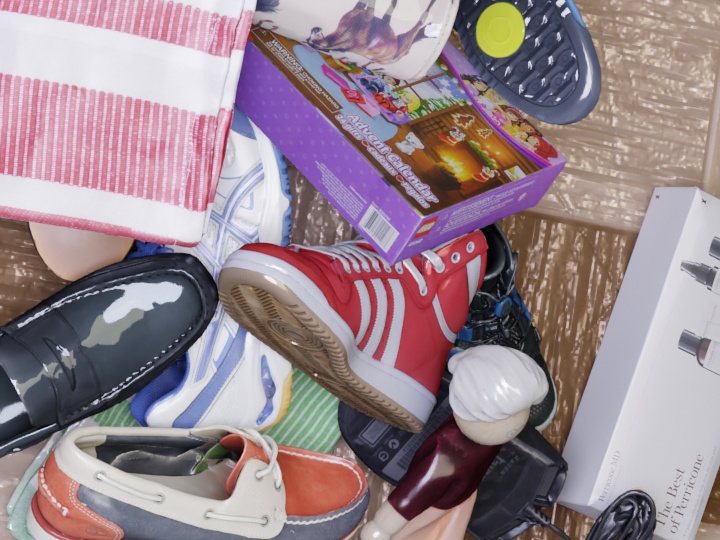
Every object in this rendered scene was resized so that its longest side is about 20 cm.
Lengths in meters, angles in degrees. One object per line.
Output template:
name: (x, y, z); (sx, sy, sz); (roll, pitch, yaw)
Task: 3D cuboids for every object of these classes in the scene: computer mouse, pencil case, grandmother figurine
computer mouse: (0.056, 0.134, 1.642); (0.200, 0.046, 0.141); (31, 107, -14)
pencil case: (-0.046, -0.170, 1.472); (0.199, 0.078, 0.090); (21, 57, -16)
grandmother figurine: (0.047, 0.111, 1.540); (0.060, 0.200, 0.121); (31, 42, 5)

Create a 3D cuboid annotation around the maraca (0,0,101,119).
maraca: (-0.207, -0.107, 1.451); (0.200, 0.137, 0.107); (-56, 157, 11)

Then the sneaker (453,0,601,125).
sneaker: (0.074, -0.155, 1.584); (0.066, 0.200, 0.078); (-49, 153, 16)

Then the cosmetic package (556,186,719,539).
cosmetic package: (0.186, 0.058, 1.709); (0.082, 0.051, 0.201); (24, 80, -25)

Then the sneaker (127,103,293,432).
sneaker: (-0.087, -0.007, 1.526); (0.088, 0.075, 0.201); (-7, 95, -27)

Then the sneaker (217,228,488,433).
sneaker: (0.000, 0.000, 1.505); (0.113, 0.071, 0.200); (-65, 148, -12)

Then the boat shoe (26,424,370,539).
boat shoe: (-0.077, 0.111, 1.506); (0.199, 0.071, 0.063); (2, 128, -31)

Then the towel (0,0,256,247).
towel: (-0.124, -0.117, 1.404); (0.144, 0.023, 0.201); (10, 99, -19)

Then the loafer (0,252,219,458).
loafer: (-0.163, 0.055, 1.475); (0.200, 0.070, 0.068); (-28, 99, 6)

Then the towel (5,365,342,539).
towel: (-0.089, 0.094, 1.583); (0.152, 0.023, 0.200); (37, 75, -24)

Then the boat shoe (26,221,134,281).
boat shoe: (-0.146, -0.095, 1.522); (0.070, 0.070, 0.201); (4, 91, -15)

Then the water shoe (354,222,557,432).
water shoe: (0.058, 0.016, 1.626); (0.071, 0.079, 0.200); (-39, 108, -20)

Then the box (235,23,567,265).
box: (-0.001, -0.099, 1.528); (0.200, 0.039, 0.137); (46, 36, 17)
